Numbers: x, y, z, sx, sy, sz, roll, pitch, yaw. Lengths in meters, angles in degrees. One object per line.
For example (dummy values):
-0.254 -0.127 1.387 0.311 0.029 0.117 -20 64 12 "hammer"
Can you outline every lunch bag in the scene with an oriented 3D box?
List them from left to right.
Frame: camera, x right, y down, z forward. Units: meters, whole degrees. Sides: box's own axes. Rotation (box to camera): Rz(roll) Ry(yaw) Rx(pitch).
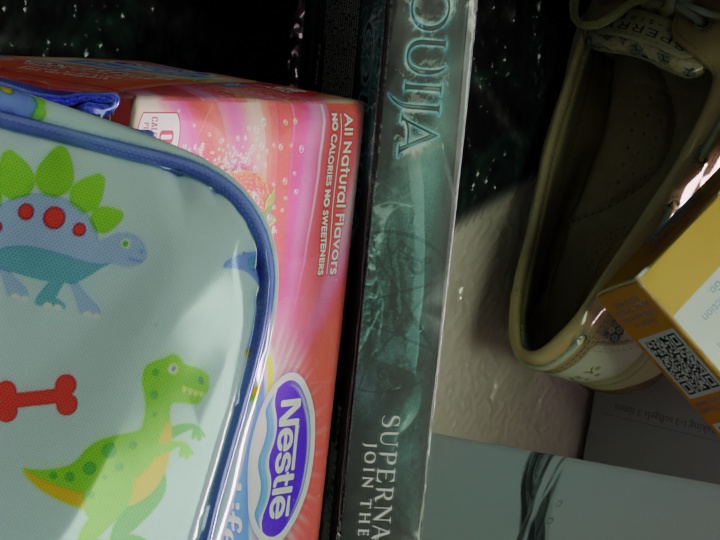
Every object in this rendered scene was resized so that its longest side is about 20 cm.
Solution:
-0.125 0.026 0.647 0.199 0.082 0.161 14 85 -14 "lunch bag"

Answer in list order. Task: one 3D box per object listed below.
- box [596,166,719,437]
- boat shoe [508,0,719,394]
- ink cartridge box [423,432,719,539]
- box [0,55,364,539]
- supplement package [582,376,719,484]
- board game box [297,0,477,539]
0.189 0.041 0.974 0.119 0.041 0.200 -43 98 -21 "box"
0.104 -0.055 0.998 0.063 0.073 0.201 15 88 -55 "boat shoe"
0.094 0.127 0.932 0.146 0.199 0.085 45 61 -48 "ink cartridge box"
-0.073 0.044 0.779 0.102 0.094 0.201 -2 101 -53 "box"
0.155 0.120 1.075 0.117 0.117 0.201 7 95 -53 "supplement package"
0.000 0.000 0.842 0.028 0.135 0.201 4 99 -12 "board game box"
